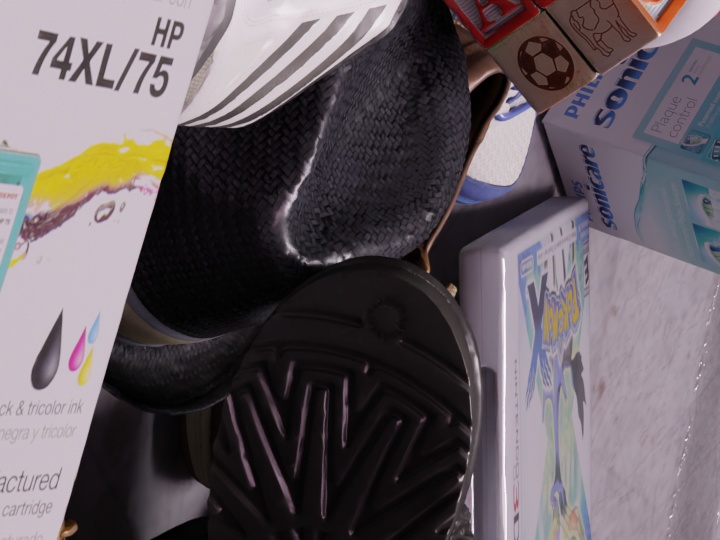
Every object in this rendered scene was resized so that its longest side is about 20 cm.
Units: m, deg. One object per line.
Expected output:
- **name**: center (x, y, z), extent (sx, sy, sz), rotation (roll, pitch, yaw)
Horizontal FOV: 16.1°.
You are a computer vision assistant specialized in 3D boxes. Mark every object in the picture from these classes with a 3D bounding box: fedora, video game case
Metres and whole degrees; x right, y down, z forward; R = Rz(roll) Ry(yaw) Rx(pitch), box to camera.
- **fedora**: center (-0.026, -0.048, 0.834), extent (0.200, 0.091, 0.202), rotation (-1, 91, -58)
- **video game case**: center (0.074, 0.069, 1.097), extent (0.200, 0.022, 0.183), rotation (-28, 118, -74)

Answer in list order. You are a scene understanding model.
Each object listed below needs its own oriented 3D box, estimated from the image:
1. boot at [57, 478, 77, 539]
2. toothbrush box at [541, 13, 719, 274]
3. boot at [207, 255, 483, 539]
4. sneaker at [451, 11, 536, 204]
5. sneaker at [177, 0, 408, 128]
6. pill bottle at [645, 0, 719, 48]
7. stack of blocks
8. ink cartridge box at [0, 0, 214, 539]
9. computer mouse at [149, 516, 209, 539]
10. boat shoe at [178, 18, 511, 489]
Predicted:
- **boot**: center (-0.103, 0.099, 0.836), extent (0.199, 0.073, 0.156), rotation (0, 101, -42)
- **toothbrush box**: center (0.206, -0.069, 1.155), extent (0.147, 0.199, 0.085), rotation (-55, 148, -21)
- **boot**: center (0.002, 0.068, 0.856), extent (0.158, 0.079, 0.212), rotation (-58, 163, -62)
- **sneaker**: center (0.061, -0.103, 1.000), extent (0.075, 0.088, 0.201), rotation (-44, 144, -40)
- **sneaker**: center (-0.023, -0.134, 0.714), extent (0.115, 0.075, 0.201), rotation (8, 105, -60)
- **pill bottle**: center (0.149, -0.181, 1.073), extent (0.200, 0.112, 0.113), rotation (-40, 141, -42)
- **stack of blocks**: center (0.083, -0.158, 0.880), extent (0.115, 0.058, 0.200), rotation (49, 43, -10)
- **ink cartridge box**: center (-0.145, -0.036, 0.625), extent (0.147, 0.145, 0.201), rotation (4, 104, -61)
- **computer mouse**: center (-0.119, 0.164, 0.920), extent (0.140, 0.046, 0.201), rotation (41, 69, -43)
- **boat shoe**: center (-0.003, -0.001, 0.960), extent (0.075, 0.075, 0.203), rotation (6, 108, -60)
